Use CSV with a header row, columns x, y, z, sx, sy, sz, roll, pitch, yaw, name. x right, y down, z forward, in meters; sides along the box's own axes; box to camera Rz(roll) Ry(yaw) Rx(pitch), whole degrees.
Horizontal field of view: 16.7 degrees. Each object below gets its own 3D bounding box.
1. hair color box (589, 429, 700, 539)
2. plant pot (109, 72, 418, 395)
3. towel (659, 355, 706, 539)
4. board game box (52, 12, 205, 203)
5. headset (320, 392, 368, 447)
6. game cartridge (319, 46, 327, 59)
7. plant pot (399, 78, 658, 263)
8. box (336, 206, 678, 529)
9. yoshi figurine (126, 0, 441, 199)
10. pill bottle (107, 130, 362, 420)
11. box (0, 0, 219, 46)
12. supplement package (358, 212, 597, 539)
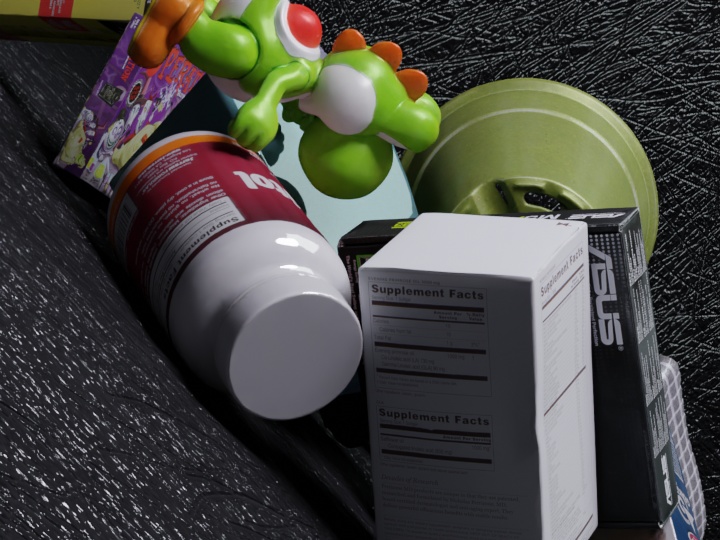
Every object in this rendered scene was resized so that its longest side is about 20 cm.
x,y,z,sx,sy,sz,roll,pitch,yaw,name
0.159,0.144,1.610,0.061,0.100,0.201,46,26,-48,hair color box
-0.044,-0.020,1.661,0.141,0.141,0.201,-8,63,-45,plant pot
0.189,0.174,1.780,0.085,0.166,0.201,8,-54,27,towel
-0.152,-0.102,1.743,0.032,0.121,0.200,23,-4,14,board game box
0.022,0.076,1.863,0.200,0.123,0.094,122,-50,-83,headset
-0.097,-0.102,1.856,0.038,0.200,0.130,14,29,-45,game cartridge
0.115,-0.024,1.723,0.200,0.200,0.190,48,11,-6,plant pot
0.093,0.064,1.541,0.047,0.192,0.201,-35,120,-59,box
-0.051,-0.107,1.552,0.199,0.113,0.112,24,-25,-4,yoshi figurine
-0.074,0.004,1.478,0.113,0.113,0.200,47,3,-37,pill bottle
-0.203,-0.195,1.775,0.199,0.050,0.075,8,-8,32,box
0.073,0.078,1.464,0.114,0.109,0.201,-39,129,-62,supplement package
